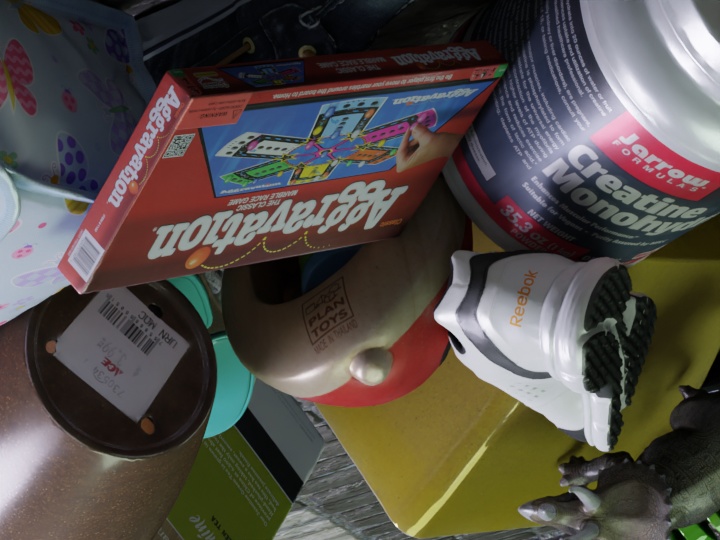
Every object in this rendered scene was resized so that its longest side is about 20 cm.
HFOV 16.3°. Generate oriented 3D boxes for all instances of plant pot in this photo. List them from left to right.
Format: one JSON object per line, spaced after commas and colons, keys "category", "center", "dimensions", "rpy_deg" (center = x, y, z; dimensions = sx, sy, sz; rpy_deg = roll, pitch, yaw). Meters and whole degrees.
{"category": "plant pot", "center": [-0.152, 0.071, 1.175], "dimensions": [0.187, 0.187, 0.200], "rpy_deg": [-6, 162, -33]}
{"category": "plant pot", "center": [0.085, 0.005, 1.328], "dimensions": [0.200, 0.200, 0.176], "rpy_deg": [2, 137, -50]}

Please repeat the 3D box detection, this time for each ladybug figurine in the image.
{"category": "ladybug figurine", "center": [0.000, 0.000, 1.199], "dimensions": [0.136, 0.200, 0.072], "rpy_deg": [-34, 119, 18]}

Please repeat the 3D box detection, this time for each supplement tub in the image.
{"category": "supplement tub", "center": [0.133, -0.091, 1.109], "dimensions": [0.140, 0.140, 0.200], "rpy_deg": [-7, 164, -31]}

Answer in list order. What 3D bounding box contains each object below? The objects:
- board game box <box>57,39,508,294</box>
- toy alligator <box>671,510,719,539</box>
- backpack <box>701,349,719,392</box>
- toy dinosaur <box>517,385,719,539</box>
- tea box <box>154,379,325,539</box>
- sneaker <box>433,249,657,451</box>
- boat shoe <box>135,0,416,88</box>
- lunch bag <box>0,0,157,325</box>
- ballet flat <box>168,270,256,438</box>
{"category": "board game box", "center": [-0.027, -0.045, 1.030], "dimensions": [0.200, 0.019, 0.103], "rpy_deg": [-12, 143, -50]}
{"category": "toy alligator", "center": [0.172, 0.137, 1.368], "dimensions": [0.200, 0.054, 0.059], "rpy_deg": [-48, 151, 7]}
{"category": "backpack", "center": [0.227, -0.019, 1.429], "dimensions": [0.162, 0.168, 0.200], "rpy_deg": [2, 155, -37]}
{"category": "toy dinosaur", "center": [0.166, 0.097, 1.265], "dimensions": [0.200, 0.077, 0.102], "rpy_deg": [-31, -171, -20]}
{"category": "tea box", "center": [-0.160, 0.144, 1.563], "dimensions": [0.200, 0.134, 0.197], "rpy_deg": [-24, -160, 33]}
{"category": "sneaker", "center": [0.087, 0.029, 1.153], "dimensions": [0.080, 0.074, 0.200], "rpy_deg": [13, 166, 16]}
{"category": "boat shoe", "center": [-0.024, -0.085, 1.065], "dimensions": [0.200, 0.091, 0.071], "rpy_deg": [-25, 164, 33]}
{"category": "lunch bag", "center": [-0.193, -0.037, 1.004], "dimensions": [0.170, 0.127, 0.200], "rpy_deg": [-28, 159, 24]}
{"category": "ballet flat", "center": [-0.093, 0.018, 1.290], "dimensions": [0.072, 0.072, 0.200], "rpy_deg": [-15, 152, -2]}
